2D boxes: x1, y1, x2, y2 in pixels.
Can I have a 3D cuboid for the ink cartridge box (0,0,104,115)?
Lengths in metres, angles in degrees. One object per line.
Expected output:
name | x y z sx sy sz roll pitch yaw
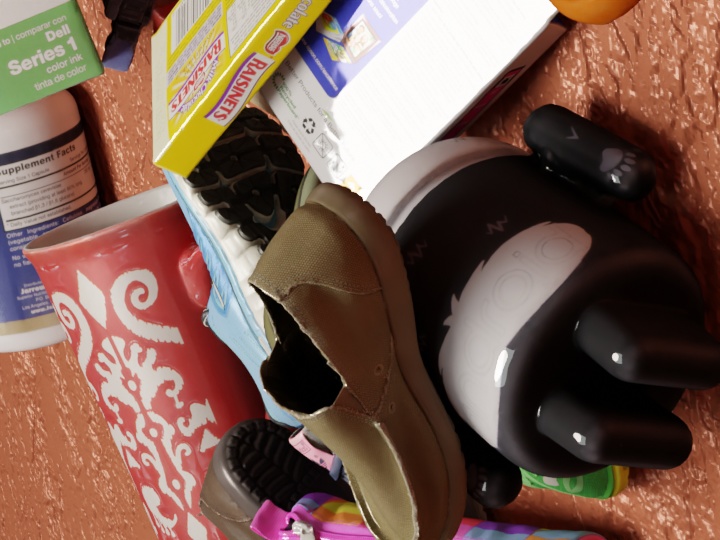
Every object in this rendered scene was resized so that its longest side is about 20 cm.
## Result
ink cartridge box | -0.223 -0.193 1.614 0.145 0.084 0.200 -139 27 -78

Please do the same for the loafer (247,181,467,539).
loafer | -0.007 0.053 1.293 0.076 0.067 0.200 32 146 52

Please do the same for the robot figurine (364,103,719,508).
robot figurine | 0.080 0.018 1.322 0.200 0.150 0.125 38 163 45

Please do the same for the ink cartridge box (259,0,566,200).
ink cartridge box | 0.032 -0.117 1.363 0.095 0.037 0.200 56 132 12

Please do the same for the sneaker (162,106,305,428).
sneaker | -0.065 -0.003 1.505 0.090 0.078 0.200 -50 58 45

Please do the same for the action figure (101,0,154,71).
action figure | -0.152 -0.212 1.593 0.194 0.105 0.200 -110 32 -48

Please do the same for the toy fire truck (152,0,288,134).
toy fire truck | -0.039 -0.124 1.521 0.200 0.049 0.141 46 145 36

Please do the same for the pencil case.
pencil case | 0.040 0.164 1.470 0.200 0.088 0.088 4 114 36

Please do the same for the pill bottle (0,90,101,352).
pill bottle | -0.229 -0.057 1.849 0.111 0.111 0.200 15 121 58

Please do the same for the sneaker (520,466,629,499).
sneaker | 0.065 0.083 1.432 0.200 0.084 0.074 8 115 59

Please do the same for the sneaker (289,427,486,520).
sneaker | 0.005 0.104 1.559 0.200 0.082 0.070 65 152 9

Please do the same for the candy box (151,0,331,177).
candy box | -0.044 -0.146 1.408 0.200 0.026 0.102 -48 33 33

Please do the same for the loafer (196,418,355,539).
loafer | -0.013 0.168 1.601 0.200 0.073 0.071 48 140 -1

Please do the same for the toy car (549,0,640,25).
toy car | 0.086 -0.195 1.130 0.175 0.150 0.200 -7 102 63

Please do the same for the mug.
mug | -0.099 0.058 1.657 0.178 0.133 0.200 -145 35 -79

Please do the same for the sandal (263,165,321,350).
sandal | -0.001 -0.001 1.434 0.057 0.080 0.201 -43 30 36
